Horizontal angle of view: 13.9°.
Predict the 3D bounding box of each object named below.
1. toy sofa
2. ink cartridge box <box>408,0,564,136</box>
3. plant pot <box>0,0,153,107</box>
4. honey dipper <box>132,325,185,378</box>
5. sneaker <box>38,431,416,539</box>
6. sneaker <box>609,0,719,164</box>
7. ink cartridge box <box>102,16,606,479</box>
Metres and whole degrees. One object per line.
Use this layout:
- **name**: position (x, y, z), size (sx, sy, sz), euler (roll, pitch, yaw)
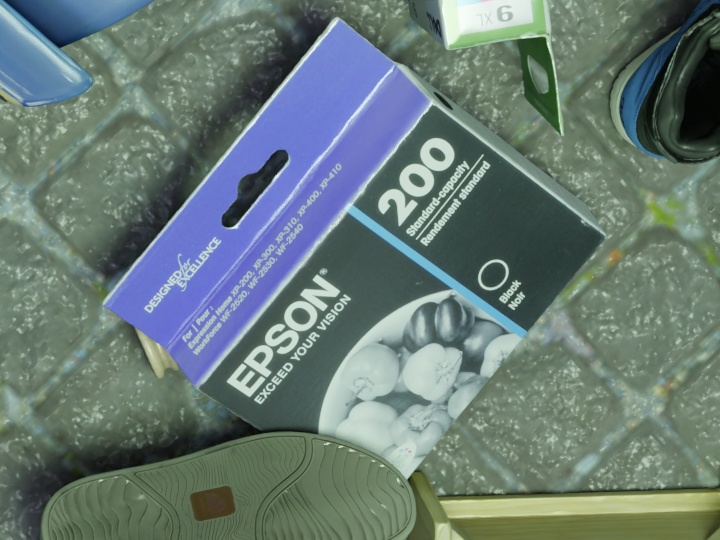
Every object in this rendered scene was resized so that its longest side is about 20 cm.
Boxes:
- **toy sofa**: position (0.123, 0.166, 1.618), size (0.199, 0.083, 0.098), euler (-1, 108, -9)
- **ink cartridge box**: position (0.055, -0.171, 1.520), size (0.059, 0.104, 0.201), euler (-11, 105, -6)
- **plant pot**: position (-0.171, -0.195, 1.417), size (0.200, 0.200, 0.180), euler (40, 86, -17)
- **honey dipper**: position (-0.027, -0.001, 1.580), size (0.199, 0.038, 0.038), euler (-25, 105, -5)
- **sneaker**: position (-0.074, 0.140, 1.571), size (0.199, 0.106, 0.075), euler (-3, 68, -10)
- **sneaker**: position (0.220, -0.134, 1.551), size (0.200, 0.111, 0.077), euler (-44, 105, 2)
- **ink cartridge box**: position (0.000, 0.000, 1.549), size (0.200, 0.043, 0.198), euler (35, 99, -31)
